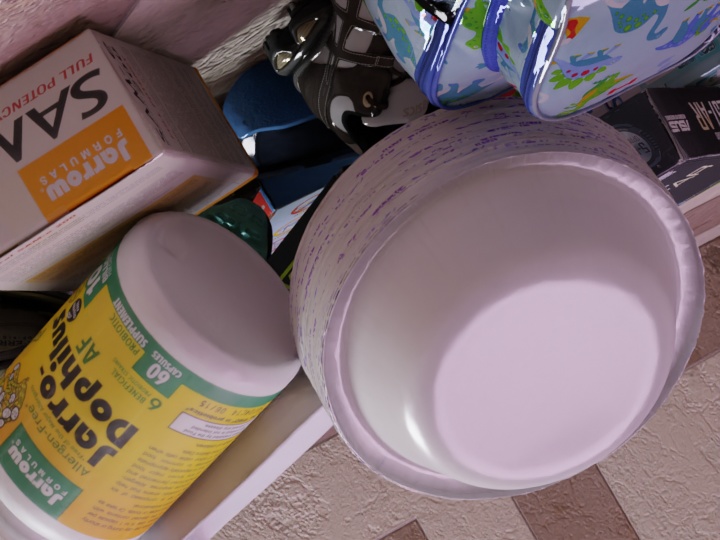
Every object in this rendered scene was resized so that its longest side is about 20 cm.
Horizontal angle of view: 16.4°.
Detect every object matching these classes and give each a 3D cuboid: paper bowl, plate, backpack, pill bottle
[{"bbox_3d":[0.073,0.025,1.216,0.200,0.201,0.104,-30,-145,-1],"label":"paper bowl"},{"bbox_3d":[-0.063,0.105,1.399,0.200,0.032,0.200,-43,176,16],"label":"plate"},{"bbox_3d":[0.093,-0.156,1.131,0.183,0.147,0.200,-26,164,-25],"label":"backpack"},{"bbox_3d":[-0.128,0.073,1.291,0.200,0.113,0.113,-46,166,28],"label":"pill bottle"}]

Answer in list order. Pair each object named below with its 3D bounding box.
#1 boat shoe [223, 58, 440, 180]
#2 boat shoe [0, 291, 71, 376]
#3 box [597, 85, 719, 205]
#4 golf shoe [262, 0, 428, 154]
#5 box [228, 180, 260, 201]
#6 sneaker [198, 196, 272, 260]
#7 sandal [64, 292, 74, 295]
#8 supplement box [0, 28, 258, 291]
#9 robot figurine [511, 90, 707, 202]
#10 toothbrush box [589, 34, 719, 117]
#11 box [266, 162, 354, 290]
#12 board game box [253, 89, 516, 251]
[{"bbox_3d":[0.004,-0.106,1.465,0.199,0.084,0.069,-12,146,-23],"label":"boat shoe"},{"bbox_3d":[-0.242,0.030,1.323,0.199,0.073,0.065,-3,147,-29],"label":"boat shoe"},{"bbox_3d":[0.111,-0.034,1.364,0.200,0.044,0.160,-32,171,24],"label":"box"},{"bbox_3d":[0.021,-0.130,1.296,0.078,0.095,0.200,-25,168,-25],"label":"golf shoe"},{"bbox_3d":[-0.169,-0.003,1.538,0.200,0.050,0.158,-28,171,-20],"label":"box"},{"bbox_3d":[-0.106,0.013,1.501,0.200,0.077,0.091,-50,-173,40],"label":"sneaker"},{"bbox_3d":[-0.202,0.048,1.411,0.199,0.055,0.082,-18,131,-17],"label":"sandal"},{"bbox_3d":[-0.141,-0.051,1.260,0.126,0.074,0.200,-32,174,8],"label":"supplement box"},{"bbox_3d":[0.161,-0.087,1.524,0.200,0.116,0.176,-33,-157,43],"label":"robot figurine"},{"bbox_3d":[0.173,-0.173,1.396,0.200,0.147,0.085,-30,171,4],"label":"toothbrush box"},{"bbox_3d":[0.000,0.000,1.453,0.193,0.048,0.200,-49,166,34],"label":"box"},{"bbox_3d":[-0.015,-0.069,1.673,0.200,0.056,0.196,-27,171,-25],"label":"board game box"}]
